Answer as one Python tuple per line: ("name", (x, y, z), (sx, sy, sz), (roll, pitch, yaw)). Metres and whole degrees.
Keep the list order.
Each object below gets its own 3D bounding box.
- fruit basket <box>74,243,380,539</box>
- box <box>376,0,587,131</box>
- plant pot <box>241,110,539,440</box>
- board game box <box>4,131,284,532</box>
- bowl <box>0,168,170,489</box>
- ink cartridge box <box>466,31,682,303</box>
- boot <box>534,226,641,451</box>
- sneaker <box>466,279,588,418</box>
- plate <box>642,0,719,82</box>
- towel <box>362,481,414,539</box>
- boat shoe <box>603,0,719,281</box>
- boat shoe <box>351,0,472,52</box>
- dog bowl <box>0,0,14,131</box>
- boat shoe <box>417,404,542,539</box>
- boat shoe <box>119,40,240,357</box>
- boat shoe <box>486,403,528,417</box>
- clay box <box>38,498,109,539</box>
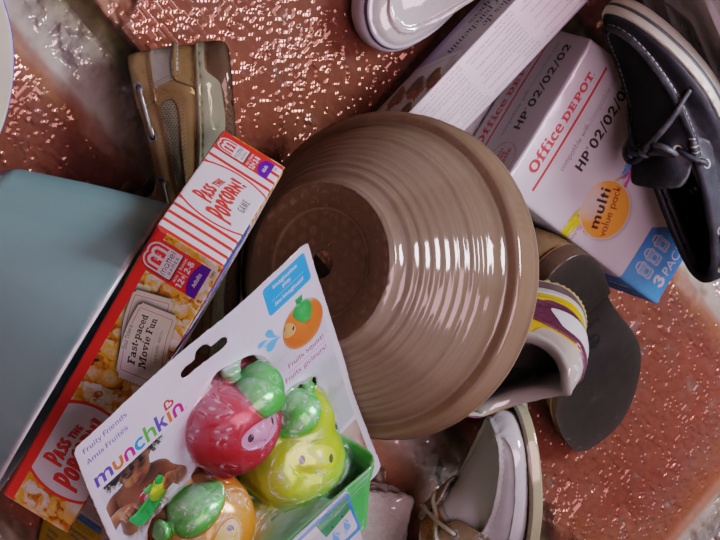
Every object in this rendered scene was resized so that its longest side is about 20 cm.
("fruit basket", (-0.067, 0.111, 1.564), (0.185, 0.094, 0.201), (-41, 145, -24))
("box", (0.062, -0.120, 1.739), (0.200, 0.039, 0.041), (-47, 118, 1))
("plant pot", (0.000, 0.000, 1.649), (0.093, 0.200, 0.202), (10, 100, -60))
("board game box", (-0.123, 0.034, 1.587), (0.046, 0.152, 0.201), (31, 116, -2))
("bowl", (-0.204, 0.023, 1.571), (0.105, 0.201, 0.201), (31, 87, -2))
("ink cartridge box", (0.142, -0.079, 1.801), (0.200, 0.068, 0.116), (34, 84, -32))
("boot", (0.134, 0.041, 1.837), (0.073, 0.075, 0.201), (-37, 138, -17))
("sneaker", (0.042, 0.050, 1.706), (0.199, 0.090, 0.075), (-6, 116, 9))
("plate", (0.224, -0.154, 1.757), (0.032, 0.200, 0.200), (-30, 118, -5))
("towel", (-0.062, 0.192, 1.778), (0.199, 0.034, 0.133), (12, 95, -33))
("boat shoe", (0.200, -0.080, 1.738), (0.062, 0.075, 0.201), (-35, 112, -16))
("boat shoe", (0.078, -0.212, 1.724), (0.200, 0.070, 0.071), (-44, 121, -13))
("dog bowl", (-0.296, -0.117, 1.525), (0.199, 0.079, 0.201), (-9, 108, -29))
("boat shoe", (0.073, 0.174, 1.802), (0.068, 0.075, 0.201), (-1, 127, -13))
("boat shoe", (-0.112, -0.042, 1.672), (0.076, 0.072, 0.201), (-3, 107, -4))
("boat shoe", (0.064, 0.044, 1.793), (0.066, 0.075, 0.200), (-17, 126, 4))
("clay box", (-0.160, 0.214, 1.676), (0.047, 0.115, 0.201), (6, 101, -35))
